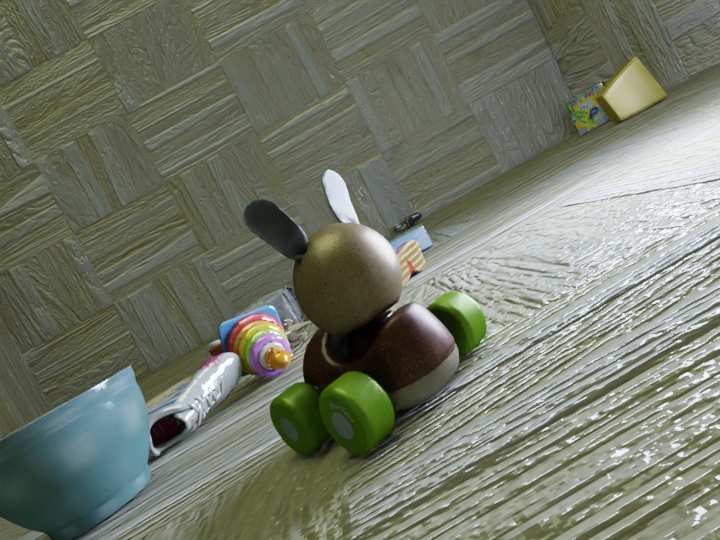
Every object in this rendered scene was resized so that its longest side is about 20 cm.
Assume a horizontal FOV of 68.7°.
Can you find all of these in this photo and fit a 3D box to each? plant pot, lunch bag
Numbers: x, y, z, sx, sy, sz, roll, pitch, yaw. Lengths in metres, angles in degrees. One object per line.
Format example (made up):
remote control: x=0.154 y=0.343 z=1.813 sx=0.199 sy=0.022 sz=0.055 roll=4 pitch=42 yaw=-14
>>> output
plant pot: x=1.100 y=-0.728 z=2.183 sx=0.176 sy=0.201 sz=0.200 roll=-39 pitch=1 yaw=17
plant pot: x=-0.333 y=0.224 z=0.619 sx=0.199 sy=0.135 sz=0.200 roll=-29 pitch=3 yaw=2
lunch bag: x=-0.234 y=0.121 z=1.369 sx=0.163 sy=0.119 sz=0.200 roll=-30 pitch=9 yaw=0

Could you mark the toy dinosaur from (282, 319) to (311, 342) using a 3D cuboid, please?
toy dinosaur: x=-0.154 y=0.131 z=1.090 sx=0.199 sy=0.059 sz=0.101 roll=-32 pitch=3 yaw=-33

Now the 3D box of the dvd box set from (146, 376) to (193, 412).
dvd box set: x=-0.435 y=0.295 z=1.208 sx=0.146 sy=0.030 sz=0.199 roll=-32 pitch=5 yaw=-30

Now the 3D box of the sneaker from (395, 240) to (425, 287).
sneaker: x=0.069 y=-0.006 z=1.111 sx=0.089 sy=0.076 sz=0.200 roll=-20 pitch=7 yaw=30

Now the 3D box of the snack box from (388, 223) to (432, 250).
snack box: x=0.128 y=-0.072 z=1.581 sx=0.167 sy=0.068 sz=0.200 roll=-29 pitch=5 yaw=9

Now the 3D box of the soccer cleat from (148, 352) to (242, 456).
soccer cleat: x=-0.248 y=0.204 z=0.799 sx=0.200 sy=0.070 sz=0.086 roll=-41 pitch=22 yaw=-30

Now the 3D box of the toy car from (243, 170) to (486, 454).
toy car: x=-0.017 y=0.021 z=0.448 sx=0.164 sy=0.202 sz=0.157 roll=-31 pitch=5 yaw=-40

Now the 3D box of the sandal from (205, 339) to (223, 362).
sandal: x=-0.335 y=0.223 z=1.286 sx=0.078 sy=0.060 sz=0.207 roll=-18 pitch=-24 yaw=-30

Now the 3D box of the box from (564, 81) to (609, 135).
box: x=1.216 y=-0.848 z=2.764 sx=0.199 sy=0.194 sz=0.122 roll=-25 pitch=5 yaw=35

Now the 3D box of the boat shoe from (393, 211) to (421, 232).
boat shoe: x=0.297 y=-0.295 z=3.285 sx=0.199 sy=0.072 sz=0.066 roll=-29 pitch=14 yaw=9

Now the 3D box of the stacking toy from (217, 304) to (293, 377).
stacking toy: x=-0.154 y=0.134 z=0.874 sx=0.115 sy=0.111 sz=0.199 roll=-21 pitch=12 yaw=-24
